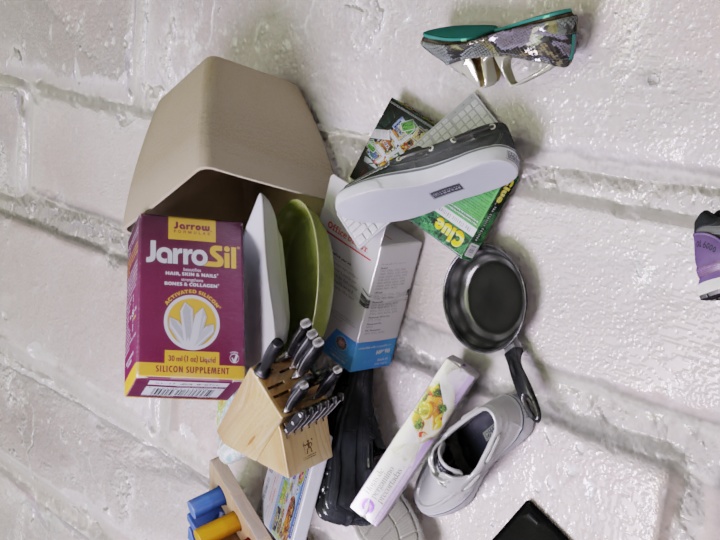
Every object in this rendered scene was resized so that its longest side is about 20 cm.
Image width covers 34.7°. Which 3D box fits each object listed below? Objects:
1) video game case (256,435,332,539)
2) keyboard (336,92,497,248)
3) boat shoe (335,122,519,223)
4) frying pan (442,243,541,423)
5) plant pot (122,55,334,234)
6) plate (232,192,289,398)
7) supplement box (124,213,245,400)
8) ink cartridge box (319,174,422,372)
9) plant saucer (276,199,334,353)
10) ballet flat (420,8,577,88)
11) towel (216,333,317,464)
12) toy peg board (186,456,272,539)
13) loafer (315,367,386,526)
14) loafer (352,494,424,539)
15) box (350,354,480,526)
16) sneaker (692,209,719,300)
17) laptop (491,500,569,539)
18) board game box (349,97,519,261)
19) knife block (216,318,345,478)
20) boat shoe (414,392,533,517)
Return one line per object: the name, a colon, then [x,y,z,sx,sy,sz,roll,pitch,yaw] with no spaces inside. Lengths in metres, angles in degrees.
video game case: [-0.083,0.252,1.400,0.200,0.018,0.144,-172,98,-74]
keyboard: [0.060,-0.106,1.237,0.200,0.011,0.056,-41,51,13]
boat shoe: [0.068,-0.100,1.194,0.199,0.069,0.057,-14,58,19]
frying pan: [0.154,0.052,1.193,0.190,0.031,0.115,46,123,34]
plant pot: [-0.163,-0.143,1.425,0.199,0.199,0.178,-29,58,45]
plate: [-0.120,0.044,1.356,0.200,0.032,0.201,118,150,-52]
supplement box: [-0.209,0.046,1.373,0.103,0.130,0.201,133,136,-63]
ink cartridge box: [0.000,0.000,1.336,0.116,0.068,0.201,34,119,42]
plant saucer: [-0.072,0.019,1.338,0.200,0.031,0.201,-176,90,-67]
ballet flat: [0.137,-0.219,1.167,0.200,0.072,0.073,5,97,50]
towel: [-0.120,0.125,1.456,0.171,0.048,0.201,-36,46,41]
toy peg board: [-0.179,0.386,1.500,0.199,0.097,0.201,52,151,32]
loafer: [-0.005,0.198,1.344,0.068,0.070,0.202,135,147,-59]
loafer: [0.013,0.281,1.363,0.072,0.063,0.200,-45,50,-9]
box: [0.059,0.184,1.252,0.039,0.041,0.201,34,100,13]
sneaker: [0.352,-0.038,0.935,0.199,0.075,0.088,-20,73,47]
laptop: [0.191,0.384,1.199,0.200,0.116,0.187,-50,53,4]
board game box: [0.076,-0.102,1.257,0.200,0.023,0.105,39,103,40]
knife block: [-0.094,0.128,1.271,0.200,0.064,0.177,15,118,51]
boat shoe: [0.104,0.199,1.238,0.074,0.065,0.200,55,130,30]
